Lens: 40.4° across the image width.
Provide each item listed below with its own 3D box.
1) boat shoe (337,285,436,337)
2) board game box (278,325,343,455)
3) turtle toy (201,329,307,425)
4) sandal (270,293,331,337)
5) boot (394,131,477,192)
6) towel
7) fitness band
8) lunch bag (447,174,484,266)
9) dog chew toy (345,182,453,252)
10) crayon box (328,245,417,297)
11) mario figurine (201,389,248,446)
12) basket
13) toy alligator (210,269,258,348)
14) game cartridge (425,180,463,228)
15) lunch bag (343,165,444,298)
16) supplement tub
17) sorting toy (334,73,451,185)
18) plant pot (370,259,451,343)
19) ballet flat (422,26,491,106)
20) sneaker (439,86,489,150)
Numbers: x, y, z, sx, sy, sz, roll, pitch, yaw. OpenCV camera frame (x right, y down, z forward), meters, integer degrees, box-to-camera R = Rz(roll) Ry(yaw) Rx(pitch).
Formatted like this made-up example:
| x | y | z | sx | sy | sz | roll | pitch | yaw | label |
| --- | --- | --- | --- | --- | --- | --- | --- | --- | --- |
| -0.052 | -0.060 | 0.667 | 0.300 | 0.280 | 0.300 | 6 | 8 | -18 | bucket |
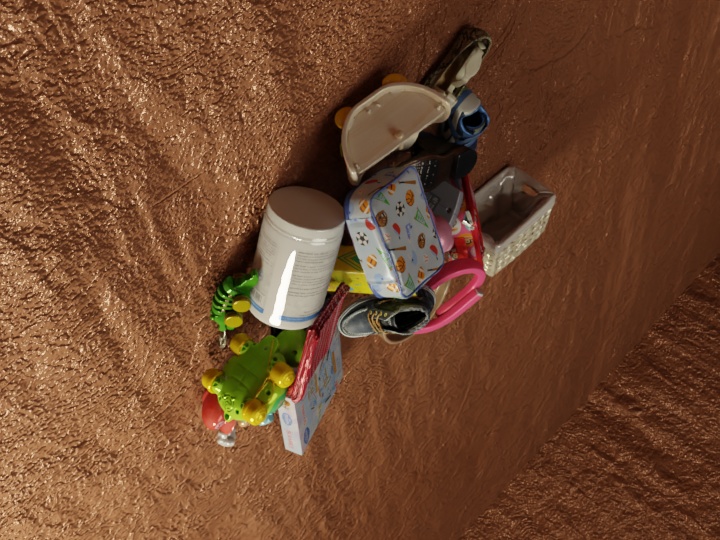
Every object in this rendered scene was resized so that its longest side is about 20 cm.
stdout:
| x | y | z | sx | sy | sz | roll | pitch | yaw | label |
| --- | --- | --- | --- | --- | --- | --- | --- | --- | --- |
| 0.041 | 0.086 | 1.795 | 0.199 | 0.071 | 0.091 | -21 | -162 | 19 | boat shoe |
| -0.094 | 0.218 | 1.878 | 0.201 | 0.041 | 0.200 | 87 | 25 | -49 | board game box |
| -0.160 | 0.175 | 1.645 | 0.200 | 0.145 | 0.101 | -51 | 143 | -10 | turtle toy |
| -0.115 | 0.080 | 1.773 | 0.075 | 0.045 | 0.200 | -61 | 164 | 24 | sandal |
| 0.108 | -0.195 | 1.745 | 0.199 | 0.097 | 0.075 | -16 | 129 | -41 | boot |
| -0.066 | 0.120 | 1.651 | 0.200 | 0.022 | 0.146 | -57 | 166 | -62 | towel |
| 0.154 | 0.051 | 1.871 | 0.200 | 0.038 | 0.143 | -42 | 144 | 23 | fitness band |
| 0.190 | -0.086 | 1.893 | 0.081 | 0.177 | 0.200 | -11 | 149 | 6 | lunch bag |
| 0.072 | -0.080 | 1.709 | 0.199 | 0.125 | 0.125 | 21 | 110 | -17 | dog chew toy |
| 0.000 | 0.000 | 1.721 | 0.127 | 0.198 | 0.051 | 68 | 27 | -71 | crayon box |
| -0.199 | 0.244 | 1.749 | 0.200 | 0.105 | 0.125 | -21 | 103 | -55 | mario figurine |
| 0.301 | -0.102 | 2.083 | 0.200 | 0.135 | 0.124 | -39 | 151 | -23 | basket |
| -0.219 | 0.062 | 1.585 | 0.054 | 0.060 | 0.200 | 12 | 137 | -21 | toy alligator |
| 0.096 | -0.085 | 1.798 | 0.201 | 0.133 | 0.040 | -56 | 158 | 8 | game cartridge |
| 0.059 | -0.060 | 1.569 | 0.160 | 0.075 | 0.201 | -41 | 121 | -44 | lunch bag |
| -0.106 | -0.018 | 1.576 | 0.131 | 0.132 | 0.201 | -21 | 139 | -44 | supplement tub |
| 0.036 | -0.212 | 1.614 | 0.199 | 0.107 | 0.180 | -37 | 164 | -12 | sorting toy |
| 0.085 | 0.039 | 1.962 | 0.200 | 0.093 | 0.202 | -35 | 147 | -27 | plant pot |
| 0.157 | -0.327 | 1.679 | 0.068 | 0.075 | 0.201 | 31 | 96 | -33 | ballet flat |
| 0.192 | -0.263 | 1.798 | 0.074 | 0.082 | 0.200 | -48 | 152 | -12 | sneaker |
